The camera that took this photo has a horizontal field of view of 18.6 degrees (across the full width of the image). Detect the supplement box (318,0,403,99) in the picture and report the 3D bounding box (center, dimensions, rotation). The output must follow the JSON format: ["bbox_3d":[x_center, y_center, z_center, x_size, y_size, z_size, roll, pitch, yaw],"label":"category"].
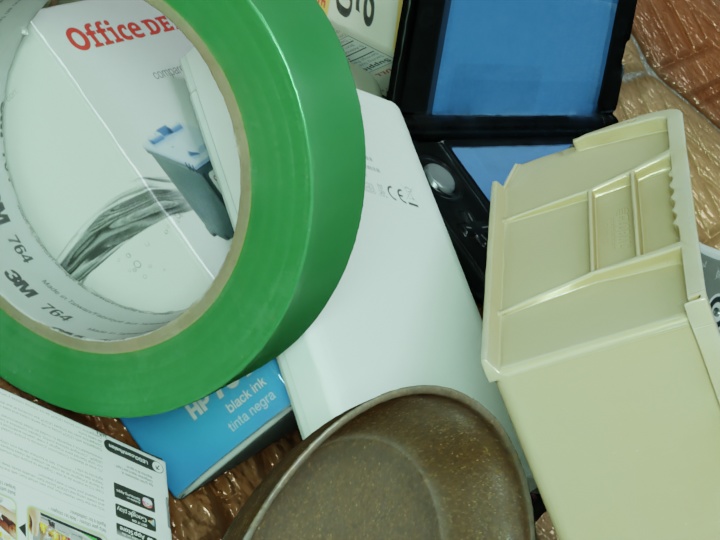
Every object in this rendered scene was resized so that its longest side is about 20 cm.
[{"bbox_3d":[-0.041,-0.178,1.136,0.199,0.073,0.127,21,63,-40],"label":"supplement box"}]

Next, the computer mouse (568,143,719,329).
[{"bbox_3d":[0.146,0.012,1.120,0.199,0.044,0.110,25,79,-44],"label":"computer mouse"}]

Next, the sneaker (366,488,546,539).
[{"bbox_3d":[-0.005,0.106,0.948,0.086,0.081,0.200,43,20,23],"label":"sneaker"}]

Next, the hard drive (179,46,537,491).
[{"bbox_3d":[0.000,0.000,0.939,0.131,0.026,0.201,16,46,-47],"label":"hard drive"}]

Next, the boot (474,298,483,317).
[{"bbox_3d":[0.095,0.042,1.152,0.200,0.074,0.155,40,28,6],"label":"boot"}]

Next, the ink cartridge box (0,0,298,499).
[{"bbox_3d":[-0.078,-0.020,0.966,0.201,0.086,0.146,55,29,5],"label":"ink cartridge box"}]

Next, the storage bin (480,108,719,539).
[{"bbox_3d":[0.131,0.063,0.951,0.199,0.093,0.201,-79,148,-62],"label":"storage bin"}]

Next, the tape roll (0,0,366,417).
[{"bbox_3d":[-0.096,-0.046,0.852,0.201,0.200,0.048,52,29,6],"label":"tape roll"}]

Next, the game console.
[{"bbox_3d":[0.110,-0.083,1.147,0.199,0.117,0.176,-5,53,-48],"label":"game console"}]

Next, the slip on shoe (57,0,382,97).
[{"bbox_3d":[-0.065,-0.090,1.093,0.199,0.076,0.061,26,51,-43],"label":"slip on shoe"}]

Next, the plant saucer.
[{"bbox_3d":[-0.005,0.138,0.829,0.036,0.202,0.200,13,5,37],"label":"plant saucer"}]

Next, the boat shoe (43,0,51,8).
[{"bbox_3d":[-0.169,-0.149,1.017,0.073,0.063,0.200,40,29,-14],"label":"boat shoe"}]

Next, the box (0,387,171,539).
[{"bbox_3d":[-0.154,0.084,0.788,0.199,0.035,0.111,29,35,-33],"label":"box"}]
